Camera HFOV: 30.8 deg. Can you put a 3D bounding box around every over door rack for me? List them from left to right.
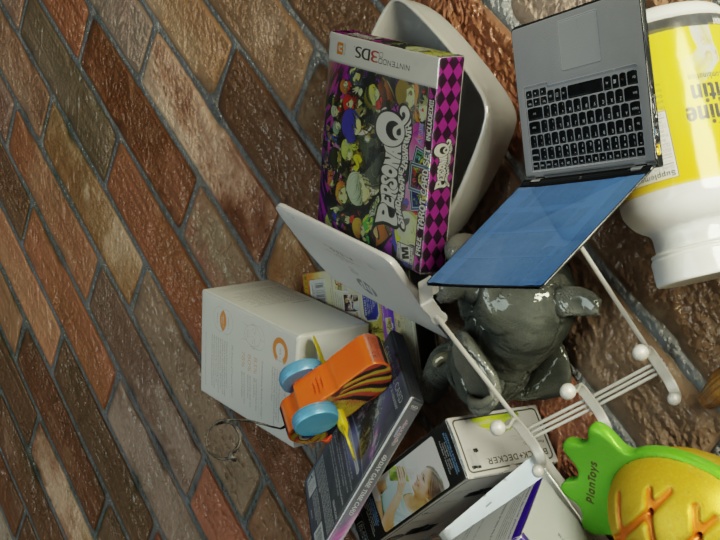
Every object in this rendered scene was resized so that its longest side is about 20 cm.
[{"bbox_3d":[0.155,0.065,1.069,0.147,0.067,0.201,-30,108,17],"label":"over door rack"}]

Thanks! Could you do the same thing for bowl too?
[{"bbox_3d":[0.069,-0.139,1.277,0.201,0.074,0.201,56,135,34],"label":"bowl"}]

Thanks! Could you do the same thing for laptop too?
[{"bbox_3d":[0.128,-0.095,0.993,0.187,0.114,0.204,-179,82,-67],"label":"laptop"}]

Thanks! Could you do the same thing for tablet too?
[{"bbox_3d":[0.000,0.000,1.320,0.014,0.130,0.199,-48,40,-12],"label":"tablet"}]

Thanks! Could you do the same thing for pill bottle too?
[{"bbox_3d":[0.246,-0.094,1.003,0.111,0.111,0.203,-20,79,53],"label":"pill bottle"}]

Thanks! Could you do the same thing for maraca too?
[{"bbox_3d":[0.244,0.194,1.035,0.198,0.106,0.139,23,128,34],"label":"maraca"}]

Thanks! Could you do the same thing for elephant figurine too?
[{"bbox_3d":[0.128,0.074,1.196,0.156,0.139,0.203,-83,0,-64],"label":"elephant figurine"}]

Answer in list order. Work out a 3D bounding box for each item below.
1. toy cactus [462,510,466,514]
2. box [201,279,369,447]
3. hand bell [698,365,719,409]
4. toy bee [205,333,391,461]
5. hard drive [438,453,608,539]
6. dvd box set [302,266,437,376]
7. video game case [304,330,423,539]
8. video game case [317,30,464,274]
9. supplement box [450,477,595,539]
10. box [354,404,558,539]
[{"bbox_3d":[0.142,0.341,1.240,0.164,0.101,0.204,10,95,43],"label":"toy cactus"},{"bbox_3d":[-0.088,0.098,1.454,0.199,0.096,0.127,22,114,50],"label":"box"},{"bbox_3d":[0.311,0.060,0.977,0.105,0.103,0.200,70,154,18],"label":"hand bell"},{"bbox_3d":[-0.044,0.131,1.316,0.197,0.108,0.133,-11,66,28],"label":"toy bee"},{"bbox_3d":[0.174,0.280,1.161,0.132,0.026,0.201,-45,72,28],"label":"hard drive"},{"bbox_3d":[0.009,0.067,1.424,0.199,0.029,0.149,-9,88,54],"label":"dvd box set"},{"bbox_3d":[0.000,0.176,1.316,0.202,0.019,0.143,-60,17,17],"label":"video game case"},{"bbox_3d":[0.025,-0.117,1.250,0.180,0.035,0.203,26,117,51],"label":"video game case"},{"bbox_3d":[0.106,0.285,1.116,0.199,0.103,0.101,-40,93,28],"label":"supplement box"},{"bbox_3d":[0.086,0.203,1.268,0.200,0.115,0.061,-46,56,48],"label":"box"}]
